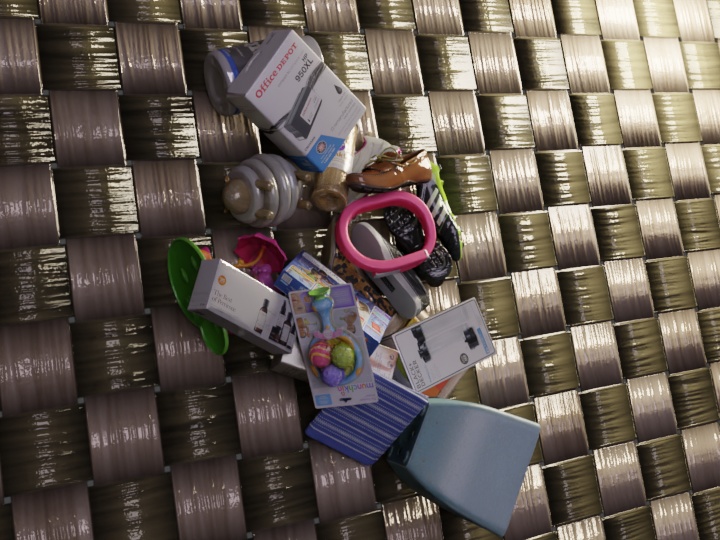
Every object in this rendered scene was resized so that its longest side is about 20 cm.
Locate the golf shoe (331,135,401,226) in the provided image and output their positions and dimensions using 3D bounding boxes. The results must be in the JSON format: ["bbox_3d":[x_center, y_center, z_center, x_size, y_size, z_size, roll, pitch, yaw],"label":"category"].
[{"bbox_3d":[-0.005,-0.167,1.694,0.091,0.076,0.201,33,68,9],"label":"golf shoe"}]

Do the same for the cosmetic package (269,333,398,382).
[{"bbox_3d":[-0.046,0.155,1.565,0.196,0.103,0.089,20,73,-14],"label":"cosmetic package"}]

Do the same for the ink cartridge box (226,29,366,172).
[{"bbox_3d":[-0.108,-0.288,1.552,0.199,0.084,0.146,41,77,-31],"label":"ink cartridge box"}]

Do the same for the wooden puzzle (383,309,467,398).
[{"bbox_3d":[0.100,0.177,1.681,0.185,0.037,0.201,44,64,-11],"label":"wooden puzzle"}]

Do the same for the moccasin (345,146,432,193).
[{"bbox_3d":[0.053,-0.183,1.626,0.198,0.073,0.080,-16,103,-36],"label":"moccasin"}]

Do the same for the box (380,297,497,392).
[{"bbox_3d":[0.142,0.141,1.654,0.197,0.060,0.119,-20,87,-28],"label":"box"}]

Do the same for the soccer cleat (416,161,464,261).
[{"bbox_3d":[0.140,-0.109,1.752,0.079,0.068,0.204,-18,87,-9],"label":"soccer cleat"}]

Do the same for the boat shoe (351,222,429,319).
[{"bbox_3d":[0.056,-0.005,1.681,0.063,0.070,0.202,-30,85,-46],"label":"boat shoe"}]

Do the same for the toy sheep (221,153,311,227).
[{"bbox_3d":[-0.159,-0.139,1.571,0.198,0.136,0.141,-13,85,-46],"label":"toy sheep"}]

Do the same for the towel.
[{"bbox_3d":[0.008,0.247,1.548,0.143,0.201,0.024,28,34,-15],"label":"towel"}]

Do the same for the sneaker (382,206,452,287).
[{"bbox_3d":[0.099,-0.051,1.711,0.075,0.091,0.203,-24,68,-13],"label":"sneaker"}]

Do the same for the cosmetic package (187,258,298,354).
[{"bbox_3d":[-0.177,0.060,1.433,0.199,0.050,0.084,33,61,-45],"label":"cosmetic package"}]

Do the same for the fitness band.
[{"bbox_3d":[0.048,-0.067,1.616,0.196,0.037,0.146,-15,74,-28],"label":"fitness band"}]

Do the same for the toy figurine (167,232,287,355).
[{"bbox_3d":[-0.198,0.017,1.519,0.182,0.150,0.203,-21,79,-36],"label":"toy figurine"}]

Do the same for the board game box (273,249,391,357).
[{"bbox_3d":[-0.043,0.052,1.532,0.198,0.135,0.035,37,109,0],"label":"board game box"}]

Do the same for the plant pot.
[{"bbox_3d":[0.161,0.319,1.587,0.197,0.196,0.200,24,79,-14],"label":"plant pot"}]

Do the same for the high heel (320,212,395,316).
[{"bbox_3d":[0.000,0.000,1.648,0.139,0.071,0.206,2,91,-22],"label":"high heel"}]

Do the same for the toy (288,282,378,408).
[{"bbox_3d":[-0.049,0.128,1.454,0.047,0.113,0.205,-37,117,-68],"label":"toy"}]

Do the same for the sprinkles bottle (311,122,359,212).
[{"bbox_3d":[-0.044,-0.205,1.646,0.067,0.068,0.204,20,55,-20],"label":"sprinkles bottle"}]

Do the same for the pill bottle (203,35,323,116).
[{"bbox_3d":[-0.170,-0.352,1.618,0.197,0.113,0.116,-20,88,-28],"label":"pill bottle"}]
